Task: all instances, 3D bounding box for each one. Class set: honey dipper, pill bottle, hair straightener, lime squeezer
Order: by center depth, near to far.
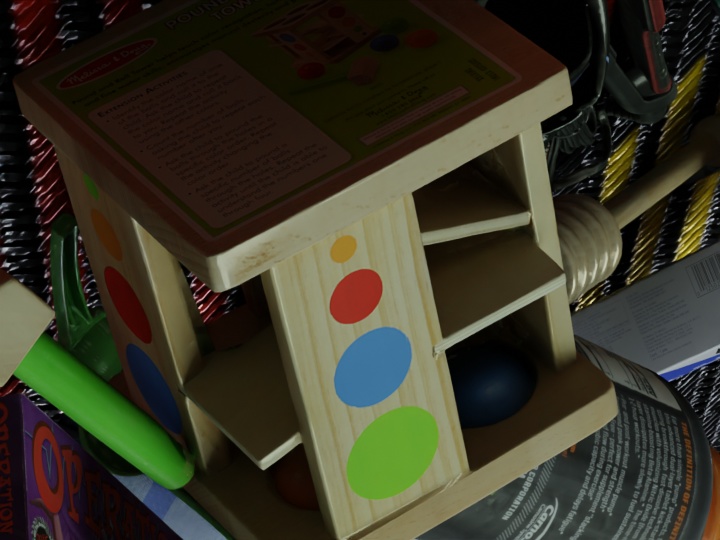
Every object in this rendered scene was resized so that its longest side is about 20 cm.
[{"bbox_3d":[-0.085,0.048,1.060,0.038,0.071,0.200,-37,128,-11],"label":"lime squeezer"},{"bbox_3d":[0.076,-0.079,1.100,0.077,0.041,0.200,-36,162,-3],"label":"hair straightener"},{"bbox_3d":[0.062,0.073,1.116,0.106,0.106,0.200,-45,139,19],"label":"pill bottle"},{"bbox_3d":[0.112,-0.030,1.191,0.038,0.038,0.200,-53,169,34],"label":"honey dipper"}]

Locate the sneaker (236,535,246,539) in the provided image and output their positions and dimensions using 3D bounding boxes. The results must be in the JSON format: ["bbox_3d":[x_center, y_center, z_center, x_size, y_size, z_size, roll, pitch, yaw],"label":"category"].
[{"bbox_3d":[-0.009,0.130,0.995,0.072,0.083,0.200,-56,169,5],"label":"sneaker"}]

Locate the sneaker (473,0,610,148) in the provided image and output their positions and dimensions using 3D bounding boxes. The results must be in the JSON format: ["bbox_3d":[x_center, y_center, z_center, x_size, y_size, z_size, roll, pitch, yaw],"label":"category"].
[{"bbox_3d":[0.042,-0.062,0.988,0.070,0.078,0.200,-29,149,-16],"label":"sneaker"}]

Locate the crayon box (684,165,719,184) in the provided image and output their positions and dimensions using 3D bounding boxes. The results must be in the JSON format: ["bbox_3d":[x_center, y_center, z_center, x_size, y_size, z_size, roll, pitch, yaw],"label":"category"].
[{"bbox_3d":[0.233,-0.099,1.264,0.126,0.052,0.200,-22,154,-33],"label":"crayon box"}]

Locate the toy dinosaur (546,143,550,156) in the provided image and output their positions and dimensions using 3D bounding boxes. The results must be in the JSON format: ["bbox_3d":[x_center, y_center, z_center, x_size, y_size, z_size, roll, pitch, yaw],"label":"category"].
[{"bbox_3d":[0.000,0.000,1.123,0.200,0.047,0.088,-29,163,-11],"label":"toy dinosaur"}]

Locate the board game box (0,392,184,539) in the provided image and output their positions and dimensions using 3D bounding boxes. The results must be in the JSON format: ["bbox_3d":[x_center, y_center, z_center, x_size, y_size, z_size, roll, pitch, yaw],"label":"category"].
[{"bbox_3d":[-0.083,0.129,0.974,0.032,0.120,0.200,-15,155,10],"label":"board game box"}]

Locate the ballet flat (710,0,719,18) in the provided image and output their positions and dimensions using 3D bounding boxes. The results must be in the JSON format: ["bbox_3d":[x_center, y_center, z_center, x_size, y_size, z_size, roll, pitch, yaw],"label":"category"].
[{"bbox_3d":[0.217,-0.155,1.112,0.200,0.073,0.073,-33,158,-5],"label":"ballet flat"}]

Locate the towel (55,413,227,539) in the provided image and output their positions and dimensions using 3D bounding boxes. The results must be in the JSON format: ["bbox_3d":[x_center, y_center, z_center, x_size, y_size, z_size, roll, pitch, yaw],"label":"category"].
[{"bbox_3d":[-0.094,0.148,1.171,0.200,0.147,0.024,-58,-169,37],"label":"towel"}]

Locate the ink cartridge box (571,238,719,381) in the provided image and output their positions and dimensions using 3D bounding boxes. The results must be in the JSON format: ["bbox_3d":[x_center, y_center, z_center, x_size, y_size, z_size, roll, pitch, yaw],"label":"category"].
[{"bbox_3d":[0.159,0.013,1.295,0.094,0.044,0.200,-16,172,-42],"label":"ink cartridge box"}]

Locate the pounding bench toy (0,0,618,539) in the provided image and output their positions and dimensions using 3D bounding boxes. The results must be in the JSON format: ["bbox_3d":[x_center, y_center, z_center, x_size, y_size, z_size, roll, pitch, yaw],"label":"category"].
[{"bbox_3d":[-0.041,0.017,0.912,0.200,0.124,0.156,-29,131,-20],"label":"pounding bench toy"}]
